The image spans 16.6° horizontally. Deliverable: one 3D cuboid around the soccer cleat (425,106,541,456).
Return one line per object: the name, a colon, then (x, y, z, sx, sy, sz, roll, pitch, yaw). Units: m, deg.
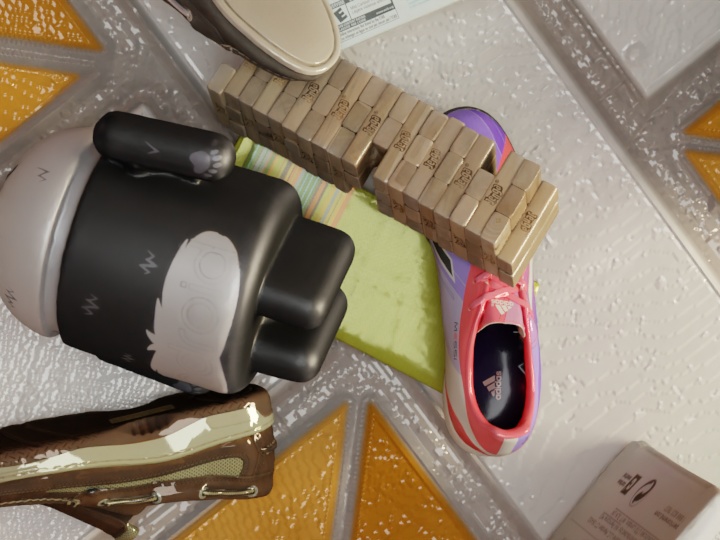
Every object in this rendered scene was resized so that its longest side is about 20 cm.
soccer cleat: (0.074, 0.005, 1.401, 0.068, 0.073, 0.202, -3, 87, -11)

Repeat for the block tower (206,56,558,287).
block tower: (0.013, -0.069, 1.376, 0.199, 0.054, 0.058, 28, 73, 15)

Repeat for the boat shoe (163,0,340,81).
boat shoe: (-0.089, -0.172, 1.375, 0.200, 0.057, 0.067, 46, 56, 10)

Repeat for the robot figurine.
robot figurine: (-0.105, -0.007, 1.361, 0.198, 0.125, 0.152, 16, 94, 9)

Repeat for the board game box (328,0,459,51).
board game box: (0.009, -0.243, 1.402, 0.147, 0.064, 0.201, -22, 98, -6)

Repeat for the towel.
towel: (0.000, 0.000, 1.441, 0.199, 0.018, 0.087, 27, 94, -8)

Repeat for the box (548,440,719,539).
box: (0.177, 0.232, 1.385, 0.171, 0.199, 0.200, 41, 88, -8)

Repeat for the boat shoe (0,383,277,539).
boat shoe: (-0.144, 0.121, 1.403, 0.200, 0.075, 0.076, -10, 101, -7)
